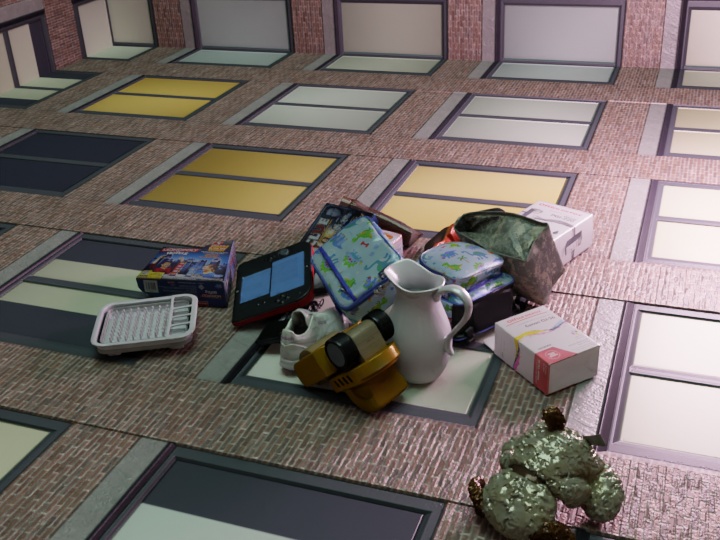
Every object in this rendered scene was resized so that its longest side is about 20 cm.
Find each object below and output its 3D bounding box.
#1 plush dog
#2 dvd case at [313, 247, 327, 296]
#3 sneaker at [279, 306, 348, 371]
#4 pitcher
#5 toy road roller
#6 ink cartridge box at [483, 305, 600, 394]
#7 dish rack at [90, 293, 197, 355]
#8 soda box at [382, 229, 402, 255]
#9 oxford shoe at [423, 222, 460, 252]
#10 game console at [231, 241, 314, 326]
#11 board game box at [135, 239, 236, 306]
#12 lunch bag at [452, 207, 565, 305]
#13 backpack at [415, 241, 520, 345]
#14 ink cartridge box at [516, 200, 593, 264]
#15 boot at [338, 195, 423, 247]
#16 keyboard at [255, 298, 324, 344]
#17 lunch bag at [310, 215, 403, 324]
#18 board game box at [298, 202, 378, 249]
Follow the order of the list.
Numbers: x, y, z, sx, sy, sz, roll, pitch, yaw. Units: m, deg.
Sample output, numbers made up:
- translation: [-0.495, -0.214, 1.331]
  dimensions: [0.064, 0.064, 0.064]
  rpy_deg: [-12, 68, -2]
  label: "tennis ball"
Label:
- translation: [0.244, 0.297, 1.258]
  dimensions: [0.199, 0.161, 0.172]
  rpy_deg: [21, 59, 38]
  label: "plush dog"
- translation: [-0.135, 0.013, 1.882]
  dimensions: [0.198, 0.022, 0.147]
  rpy_deg: [-13, 36, 10]
  label: "dvd case"
- translation: [-0.082, 0.105, 1.687]
  dimensions: [0.074, 0.101, 0.200]
  rpy_deg: [9, 28, 27]
  label: "sneaker"
- translation: [0.118, 0.099, 1.565]
  dimensions: [0.170, 0.202, 0.121]
  rpy_deg: [20, 35, 37]
  label: "pitcher"
- translation: [-0.008, 0.170, 1.562]
  dimensions: [0.122, 0.147, 0.200]
  rpy_deg: [-30, 0, -35]
  label: "toy road roller"
- translation: [0.318, 0.131, 1.627]
  dimensions: [0.115, 0.068, 0.200]
  rpy_deg: [-16, 30, -24]
  label: "ink cartridge box"
- translation: [-0.418, 0.111, 1.776]
  dimensions: [0.197, 0.044, 0.172]
  rpy_deg: [-6, 28, -5]
  label: "dish rack"
- translation: [-0.003, -0.059, 2.029]
  dimensions: [0.198, 0.069, 0.063]
  rpy_deg: [16, 35, 34]
  label: "soda box"
- translation: [0.169, -0.032, 1.982]
  dimensions: [0.072, 0.072, 0.200]
  rpy_deg: [-20, 17, 37]
  label: "oxford shoe"
- translation: [-0.177, 0.023, 1.847]
  dimensions: [0.175, 0.031, 0.201]
  rpy_deg: [-15, 35, 8]
  label: "game console"
- translation: [-0.351, 0.000, 1.963]
  dimensions: [0.197, 0.062, 0.200]
  rpy_deg: [3, 27, 13]
  label: "board game box"
- translation: [0.292, -0.037, 1.828]
  dimensions: [0.199, 0.164, 0.118]
  rpy_deg: [20, 66, 37]
  label: "lunch bag"
- translation: [0.179, 0.030, 1.754]
  dimensions: [0.182, 0.149, 0.199]
  rpy_deg: [-22, 29, -38]
  label: "backpack"
- translation: [0.400, -0.072, 1.993]
  dimensions: [0.145, 0.086, 0.199]
  rpy_deg: [20, 34, 38]
  label: "ink cartridge box"
- translation: [0.050, -0.098, 2.100]
  dimensions: [0.198, 0.065, 0.186]
  rpy_deg: [23, -3, 9]
  label: "boot"
- translation: [-0.131, 0.103, 1.780]
  dimensions: [0.103, 0.040, 0.200]
  rpy_deg: [-12, 20, 18]
  label: "keyboard"
- translation: [0.000, 0.000, 1.742]
  dimensions: [0.160, 0.083, 0.201]
  rpy_deg: [-37, 43, 3]
  label: "lunch bag"
- translation: [-0.066, -0.052, 1.968]
  dimensions: [0.134, 0.035, 0.201]
  rpy_deg: [14, 59, 32]
  label: "board game box"
